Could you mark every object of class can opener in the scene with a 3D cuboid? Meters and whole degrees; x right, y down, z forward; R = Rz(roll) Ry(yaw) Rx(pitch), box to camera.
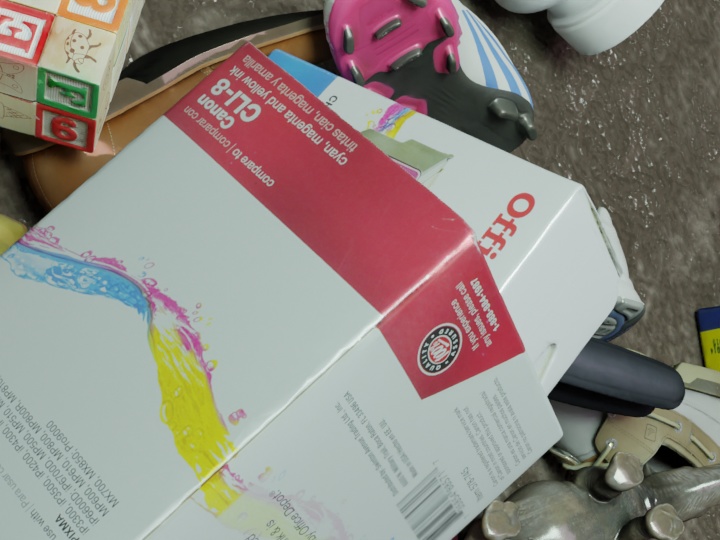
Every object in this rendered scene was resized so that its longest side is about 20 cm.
[{"bbox_3d":[0.081,0.040,0.881,0.198,0.063,0.080,19,79,-14],"label":"can opener"}]

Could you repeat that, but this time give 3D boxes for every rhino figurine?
[{"bbox_3d":[0.126,0.132,0.896,0.198,0.087,0.060,-12,73,-33],"label":"rhino figurine"}]

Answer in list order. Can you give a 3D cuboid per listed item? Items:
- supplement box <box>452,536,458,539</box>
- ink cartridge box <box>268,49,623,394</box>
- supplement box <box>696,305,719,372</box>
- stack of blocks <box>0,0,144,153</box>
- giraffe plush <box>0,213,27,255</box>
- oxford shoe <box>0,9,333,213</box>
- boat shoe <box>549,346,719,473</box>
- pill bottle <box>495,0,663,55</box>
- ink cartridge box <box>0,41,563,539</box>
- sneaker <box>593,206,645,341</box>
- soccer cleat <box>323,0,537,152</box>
[{"bbox_3d":[-0.009,0.160,0.827,0.061,0.108,0.203,19,68,-64],"label":"supplement box"},{"bbox_3d":[0.000,0.000,0.791,0.145,0.199,0.085,-52,144,-15],"label":"ink cartridge box"},{"bbox_3d":[0.301,0.111,1.064,0.109,0.108,0.203,-5,84,-36],"label":"supplement box"},{"bbox_3d":[-0.152,-0.167,0.798,0.114,0.059,0.202,16,60,-4],"label":"stack of blocks"},{"bbox_3d":[-0.194,0.052,0.704,0.171,0.200,0.164,26,91,1],"label":"giraffe plush"},{"bbox_3d":[-0.084,-0.081,0.859,0.199,0.071,0.072,-29,108,-26],"label":"oxford shoe"},{"bbox_3d":[0.144,0.087,0.978,0.198,0.074,0.069,9,70,-35],"label":"boat shoe"},{"bbox_3d":[0.092,-0.223,0.980,0.200,0.111,0.112,42,60,-21],"label":"pill bottle"},{"bbox_3d":[-0.054,0.054,0.629,0.200,0.145,0.146,-41,144,-10],"label":"ink cartridge box"},{"bbox_3d":[0.073,-0.016,0.963,0.198,0.074,0.088,18,51,-33],"label":"sneaker"},{"bbox_3d":[0.029,-0.123,0.910,0.200,0.070,0.087,37,24,-55],"label":"soccer cleat"}]
